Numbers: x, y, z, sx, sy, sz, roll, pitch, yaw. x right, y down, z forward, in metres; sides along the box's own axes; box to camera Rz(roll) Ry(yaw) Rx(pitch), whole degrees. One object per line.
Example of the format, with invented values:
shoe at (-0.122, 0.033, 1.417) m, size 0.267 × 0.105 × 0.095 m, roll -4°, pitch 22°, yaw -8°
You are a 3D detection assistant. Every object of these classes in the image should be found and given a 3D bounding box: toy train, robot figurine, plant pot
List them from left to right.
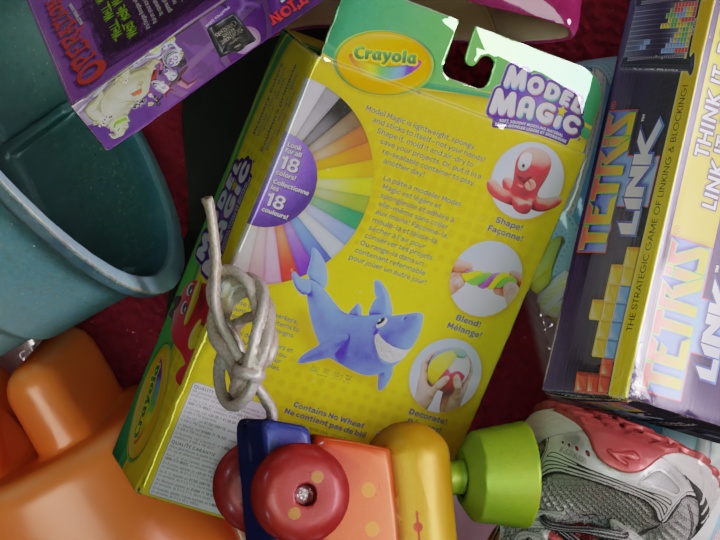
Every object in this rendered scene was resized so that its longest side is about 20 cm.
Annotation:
plant pot at (-0.203, -0.023, 1.073) m, size 0.196 × 0.200 × 0.200 m, roll -34°, pitch 99°, yaw 14°
robot figurine at (-0.095, 0.124, 1.128) m, size 0.144 × 0.117 × 0.200 m, roll -30°, pitch 101°, yaw -22°
toy train at (0.011, 0.069, 1.009) m, size 0.115 × 0.085 × 0.201 m, roll -5°, pitch 89°, yaw -14°

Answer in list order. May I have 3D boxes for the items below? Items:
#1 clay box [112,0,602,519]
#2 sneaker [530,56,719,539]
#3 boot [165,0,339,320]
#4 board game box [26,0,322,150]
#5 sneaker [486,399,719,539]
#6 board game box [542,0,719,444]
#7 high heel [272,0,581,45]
clay box at (0.000, 0.000, 1.058) m, size 0.115 × 0.048 × 0.201 m, roll 19°, pitch 100°, yaw -23°
sneaker at (0.084, 0.010, 1.132) m, size 0.130 × 0.080 × 0.201 m, roll 1°, pitch 91°, yaw -3°
boot at (-0.023, -0.044, 1.134) m, size 0.073 × 0.075 × 0.201 m, roll 7°, pitch 85°, yaw 39°
board game box at (-0.073, -0.135, 1.048) m, size 0.120 × 0.200 × 0.032 m, roll -31°, pitch 129°, yaw 3°
sneaker at (0.081, 0.118, 1.089) m, size 0.078 × 0.200 × 0.082 m, roll 19°, pitch 57°, yaw 5°
board game box at (0.166, -0.030, 1.078) m, size 0.165 × 0.057 × 0.201 m, roll 18°, pitch 82°, yaw -30°
high heel at (-0.018, -0.094, 1.061) m, size 0.200 × 0.067 × 0.096 m, roll -25°, pitch 61°, yaw 18°
